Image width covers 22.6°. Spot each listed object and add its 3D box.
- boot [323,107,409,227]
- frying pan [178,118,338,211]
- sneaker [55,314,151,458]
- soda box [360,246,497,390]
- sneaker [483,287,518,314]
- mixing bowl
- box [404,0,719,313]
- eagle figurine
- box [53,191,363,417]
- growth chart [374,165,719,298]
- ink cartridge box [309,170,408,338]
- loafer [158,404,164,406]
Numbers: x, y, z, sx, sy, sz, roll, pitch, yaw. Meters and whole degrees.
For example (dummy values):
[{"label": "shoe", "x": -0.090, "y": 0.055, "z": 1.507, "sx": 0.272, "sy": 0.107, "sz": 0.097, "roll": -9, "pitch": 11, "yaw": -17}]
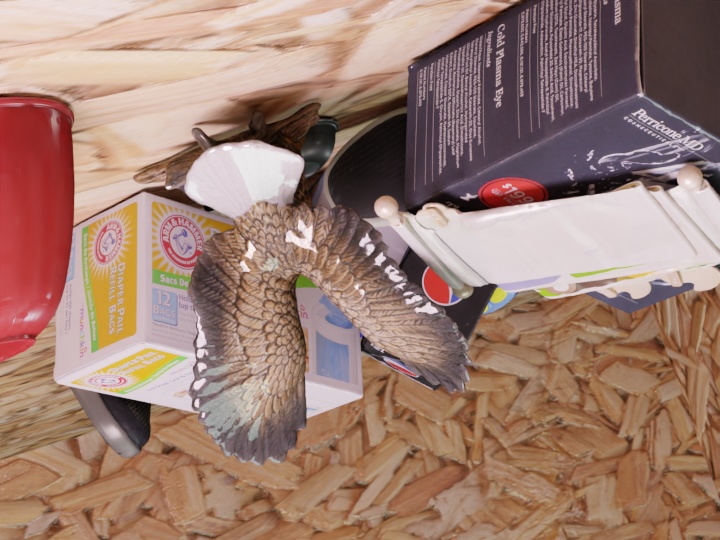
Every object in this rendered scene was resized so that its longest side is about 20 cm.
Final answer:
[{"label": "boot", "x": 0.079, "y": -0.087, "z": 1.228, "sx": 0.200, "sy": 0.072, "sz": 0.144, "roll": -26, "pitch": 174, "yaw": 14}, {"label": "frying pan", "x": -0.088, "y": -0.057, "z": 1.205, "sx": 0.115, "sy": 0.031, "sz": 0.190, "roll": -13, "pitch": 168, "yaw": -42}, {"label": "sneaker", "x": -0.161, "y": 0.046, "z": 1.320, "sx": 0.114, "sy": 0.076, "sz": 0.200, "roll": -27, "pitch": -144, "yaw": 7}, {"label": "soda box", "x": 0.074, "y": -0.017, "z": 1.309, "sx": 0.200, "sy": 0.071, "sz": 0.063, "roll": -62, "pitch": 180, "yaw": -12}, {"label": "sneaker", "x": 0.107, "y": -0.012, "z": 1.601, "sx": 0.083, "sy": 0.071, "sz": 0.200, "roll": -29, "pitch": -172, "yaw": -6}, {"label": "mixing bowl", "x": -0.224, "y": 0.000, "z": 0.899, "sx": 0.200, "sy": 0.109, "sz": 0.200, "roll": -18, "pitch": 175, "yaw": -2}, {"label": "box", "x": 0.158, "y": -0.075, "z": 1.048, "sx": 0.200, "sy": 0.104, "sz": 0.182, "roll": 23, "pitch": 147, "yaw": -35}, {"label": "eagle figurine", "x": -0.035, "y": 0.005, "z": 1.082, "sx": 0.151, "sy": 0.200, "sz": 0.152, "roll": -14, "pitch": 173, "yaw": -34}, {"label": "box", "x": -0.105, "y": 0.032, "z": 1.259, "sx": 0.200, "sy": 0.113, "sz": 0.101, "roll": 16, "pitch": 152, "yaw": -41}, {"label": "growth chart", "x": 0.124, "y": -0.015, "z": 1.035, "sx": 0.200, "sy": 0.018, "sz": 0.145, "roll": -6, "pitch": 153, "yaw": 19}, {"label": "ink cartridge box", "x": 0.000, "y": 0.000, "z": 1.440, "sx": 0.136, "sy": 0.076, "sz": 0.200, "roll": 25, "pitch": 167, "yaw": -7}, {"label": "loafer", "x": -0.157, "y": 0.037, "z": 1.441, "sx": 0.063, "sy": 0.072, "sz": 0.200, "roll": 3, "pitch": -150, "yaw": 7}]
